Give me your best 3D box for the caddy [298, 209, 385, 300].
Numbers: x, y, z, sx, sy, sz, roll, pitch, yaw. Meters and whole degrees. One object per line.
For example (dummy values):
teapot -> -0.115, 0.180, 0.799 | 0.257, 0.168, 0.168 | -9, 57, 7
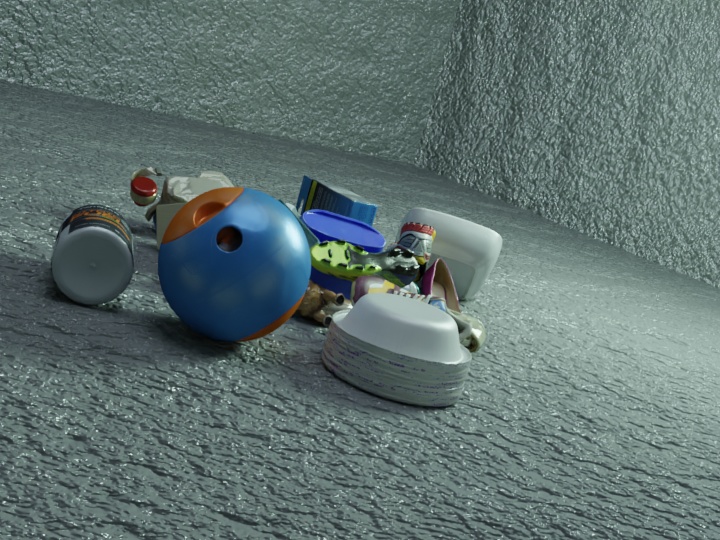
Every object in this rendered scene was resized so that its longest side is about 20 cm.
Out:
caddy -> -0.045, -0.012, 1.806 | 0.198, 0.105, 0.142 | 16, 42, -24

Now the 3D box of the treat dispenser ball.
treat dispenser ball -> -0.164, -0.008, 1.403 | 0.199, 0.203, 0.201 | 15, 11, -3

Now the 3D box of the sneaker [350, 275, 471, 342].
sneaker -> 0.076, 0.055, 1.589 | 0.199, 0.076, 0.090 | 28, -33, -33

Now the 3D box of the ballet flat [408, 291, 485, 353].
ballet flat -> 0.105, 0.081, 1.717 | 0.198, 0.068, 0.063 | 15, 32, 3

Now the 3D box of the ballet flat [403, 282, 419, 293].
ballet flat -> 0.029, 0.017, 1.930 | 0.069, 0.070, 0.200 | 8, 15, -35

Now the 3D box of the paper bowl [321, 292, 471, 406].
paper bowl -> 0.053, 0.098, 1.457 | 0.199, 0.105, 0.201 | 14, 12, -3

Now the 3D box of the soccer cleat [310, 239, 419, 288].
soccer cleat -> 0.001, 0.001, 1.693 | 0.199, 0.084, 0.065 | 6, 50, -31

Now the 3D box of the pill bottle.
pill bottle -> -0.364, -0.030, 1.471 | 0.105, 0.107, 0.200 | 13, 12, -16

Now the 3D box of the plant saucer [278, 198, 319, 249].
plant saucer -> -0.121, -0.056, 1.745 | 0.019, 0.070, 0.200 | 49, -1, -33

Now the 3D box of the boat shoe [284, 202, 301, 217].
boat shoe -> -0.162, -0.092, 2.000 | 0.090, 0.071, 0.200 | 19, -13, 7

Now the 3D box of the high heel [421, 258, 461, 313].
high heel -> 0.149, 0.047, 1.845 | 0.067, 0.097, 0.200 | 14, 11, -12

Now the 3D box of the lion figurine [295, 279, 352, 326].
lion figurine -> -0.030, 0.058, 1.656 | 0.199, 0.073, 0.122 | 26, -3, -29

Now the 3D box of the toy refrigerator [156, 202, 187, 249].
toy refrigerator -> -0.241, -0.074, 1.761 | 0.199, 0.077, 0.070 | -3, -2, 36

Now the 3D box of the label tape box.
label tape box -> -0.058, -0.090, 2.082 | 0.066, 0.145, 0.200 | 8, 14, -32

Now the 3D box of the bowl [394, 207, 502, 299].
bowl -> 0.158, -0.021, 2.066 | 0.198, 0.075, 0.200 | 19, -32, 1

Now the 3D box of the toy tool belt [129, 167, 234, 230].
toy tool belt -> -0.321, -0.103, 1.928 | 0.198, 0.123, 0.125 | 1, 44, -25

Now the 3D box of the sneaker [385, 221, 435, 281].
sneaker -> 0.082, -0.012, 1.962 | 0.077, 0.083, 0.200 | 12, -25, -2
